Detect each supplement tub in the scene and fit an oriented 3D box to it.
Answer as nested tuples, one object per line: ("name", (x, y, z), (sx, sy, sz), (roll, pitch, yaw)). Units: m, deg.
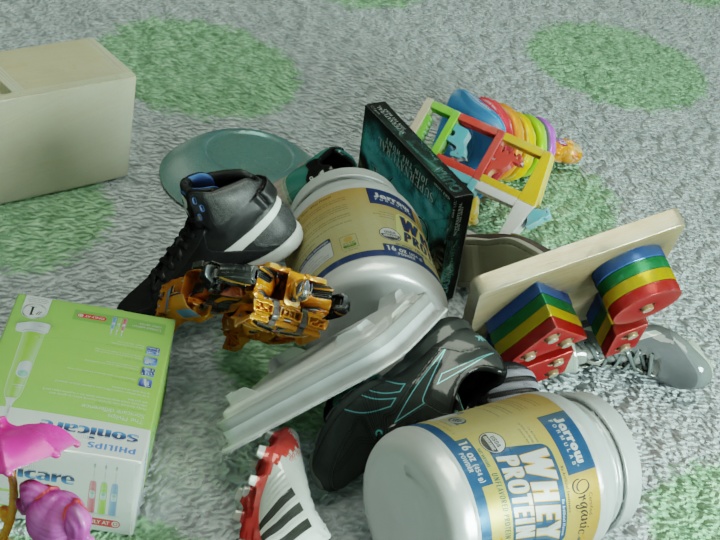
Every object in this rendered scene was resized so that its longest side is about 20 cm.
("supplement tub", (0.119, 0.181, 1.254), (0.200, 0.145, 0.145), (-12, 40, -31))
("supplement tub", (0.000, 0.000, 1.492), (0.144, 0.145, 0.200), (3, 34, -13))

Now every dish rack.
("dish rack", (-0.030, 0.080, 1.314), (0.044, 0.200, 0.172), (60, 24, -3))

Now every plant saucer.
("plant saucer", (-0.129, -0.119, 1.730), (0.201, 0.039, 0.201), (8, 33, -5))

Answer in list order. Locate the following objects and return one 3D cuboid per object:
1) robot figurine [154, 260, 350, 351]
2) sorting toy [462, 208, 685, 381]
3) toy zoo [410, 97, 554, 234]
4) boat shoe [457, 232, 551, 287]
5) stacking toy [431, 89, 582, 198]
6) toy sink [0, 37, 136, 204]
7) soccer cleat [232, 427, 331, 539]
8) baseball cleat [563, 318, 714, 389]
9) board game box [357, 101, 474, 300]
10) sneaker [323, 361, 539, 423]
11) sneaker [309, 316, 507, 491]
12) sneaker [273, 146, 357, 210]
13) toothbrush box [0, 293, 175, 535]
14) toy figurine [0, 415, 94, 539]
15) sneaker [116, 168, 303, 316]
("robot figurine", (-0.098, 0.034, 1.350), (0.145, 0.058, 0.200), (17, -14, -28))
("sorting toy", (0.200, 0.039, 1.411), (0.200, 0.199, 0.070), (-19, 70, -8))
("toy zoo", (0.130, -0.102, 1.717), (0.200, 0.131, 0.020), (27, -6, 23))
("boat shoe", (0.161, -0.005, 1.571), (0.059, 0.072, 0.200), (-12, 12, -31))
("stacking toy", (0.196, -0.151, 1.838), (0.200, 0.110, 0.116), (1, 30, -35))
("toy sink", (-0.361, -0.164, 1.646), (0.200, 0.131, 0.112), (-17, 42, -35))
("soccer cleat", (-0.060, 0.208, 1.240), (0.085, 0.069, 0.200), (22, 31, -9))
("baseball cleat", (0.251, 0.085, 1.528), (0.200, 0.070, 0.106), (26, 49, 29))
("board game box", (0.053, -0.076, 1.631), (0.028, 0.135, 0.200), (-11, 38, -25))
("sneaker", (0.069, 0.139, 1.393), (0.200, 0.088, 0.075), (-6, 59, 10))
("sneaker", (0.041, 0.123, 1.309), (0.200, 0.075, 0.079), (-43, 54, -13))
("sneaker", (-0.030, -0.097, 1.646), (0.080, 0.071, 0.200), (-27, 5, 18))
("toothbrush box", (-0.246, 0.119, 1.292), (0.145, 0.086, 0.200), (9, 32, -5))
("toy figurine", (-0.237, 0.199, 1.085), (0.200, 0.184, 0.150), (32, 38, 27))
("sneaker", (-0.166, -0.030, 1.445), (0.200, 0.112, 0.073), (-30, 30, 2))
